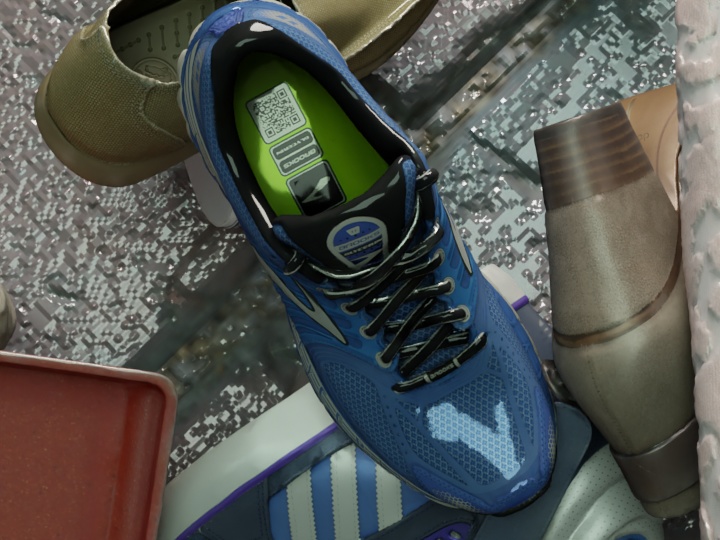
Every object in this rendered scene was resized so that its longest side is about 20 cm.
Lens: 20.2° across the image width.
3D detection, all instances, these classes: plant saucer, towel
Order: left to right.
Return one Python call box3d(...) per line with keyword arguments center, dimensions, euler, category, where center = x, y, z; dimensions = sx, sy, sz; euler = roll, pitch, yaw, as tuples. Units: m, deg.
box3d(center=(-0.176, 0.106, 0.747), dimensions=(0.198, 0.037, 0.201), euler=(8, 114, -5), category="plant saucer")
box3d(center=(0.172, 0.015, 0.730), dimensions=(0.032, 0.191, 0.201), euler=(-13, 72, 38), category="towel")

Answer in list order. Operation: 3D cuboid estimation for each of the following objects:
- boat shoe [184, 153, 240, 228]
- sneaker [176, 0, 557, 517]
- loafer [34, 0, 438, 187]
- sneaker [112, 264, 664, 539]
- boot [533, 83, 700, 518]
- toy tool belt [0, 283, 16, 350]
box3d(center=(-0.049, -0.115, 0.842), dimensions=(0.069, 0.071, 0.201), euler=(-8, 69, -25), category="boat shoe")
box3d(center=(0.000, 0.000, 0.682), dimensions=(0.078, 0.089, 0.200), euler=(-34, 95, 1), category="sneaker")
box3d(center=(-0.031, -0.100, 0.770), dimensions=(0.200, 0.067, 0.076), euler=(-39, 88, -26), category="loafer")
box3d(center=(0.016, 0.108, 0.766), dimensions=(0.200, 0.081, 0.147), euler=(-35, 85, 6), category="sneaker")
box3d(center=(0.126, 0.004, 0.757), dimensions=(0.070, 0.200, 0.147), euler=(-17, 93, 38), category="boot")
box3d(center=(-0.242, 0.017, 0.788), dimensions=(0.199, 0.125, 0.123), euler=(29, 78, 2), category="toy tool belt")
